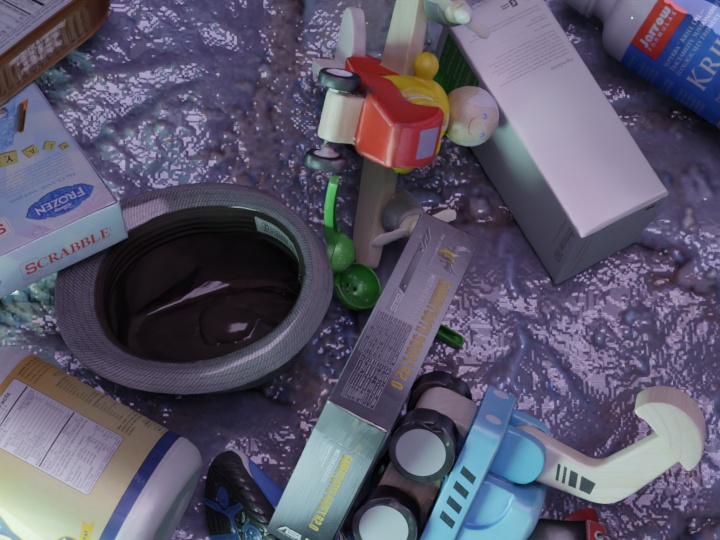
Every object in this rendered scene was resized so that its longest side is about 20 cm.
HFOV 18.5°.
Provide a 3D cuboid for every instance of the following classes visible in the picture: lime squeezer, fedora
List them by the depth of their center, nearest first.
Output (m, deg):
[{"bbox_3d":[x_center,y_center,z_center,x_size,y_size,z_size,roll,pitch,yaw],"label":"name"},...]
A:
[{"bbox_3d":[-0.115,0.028,1.607,0.199,0.090,0.178,-10,56,3],"label":"fedora"},{"bbox_3d":[0.000,0.000,1.623,0.070,0.200,0.038,14,62,43],"label":"lime squeezer"}]

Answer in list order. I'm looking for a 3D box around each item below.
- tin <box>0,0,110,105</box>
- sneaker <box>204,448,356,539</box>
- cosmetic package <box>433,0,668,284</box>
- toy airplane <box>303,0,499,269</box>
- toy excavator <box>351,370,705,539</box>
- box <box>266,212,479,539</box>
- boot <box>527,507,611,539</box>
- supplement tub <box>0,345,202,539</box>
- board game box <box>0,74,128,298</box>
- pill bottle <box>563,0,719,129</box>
[{"bbox_3d":[-0.278,-0.183,1.673,0.112,0.042,0.200,32,58,27],"label":"tin"},{"bbox_3d":[-0.038,0.209,1.579,0.077,0.076,0.200,-26,72,-40],"label":"sneaker"},{"bbox_3d":[0.141,-0.105,1.688,0.085,0.108,0.201,-26,73,-15],"label":"cosmetic package"},{"bbox_3d":[0.032,-0.123,1.640,0.140,0.200,0.200,9,62,-4],"label":"toy airplane"},{"bbox_3d":[0.119,0.139,1.553,0.199,0.100,0.195,25,110,1],"label":"toy excavator"},{"bbox_3d":[0.010,0.080,1.543,0.048,0.159,0.200,26,46,1],"label":"box"},{"bbox_3d":[0.189,0.250,1.583,0.199,0.072,0.145,18,67,4],"label":"boot"},{"bbox_3d":[-0.225,0.141,1.532,0.199,0.144,0.145,28,69,4],"label":"supplement tub"},{"bbox_3d":[-0.300,-0.054,1.610,0.199,0.041,0.200,-26,50,-14],"label":"board game box"},{"bbox_3d":[0.259,-0.192,1.731,0.200,0.112,0.112,34,70,7],"label":"pill bottle"}]
